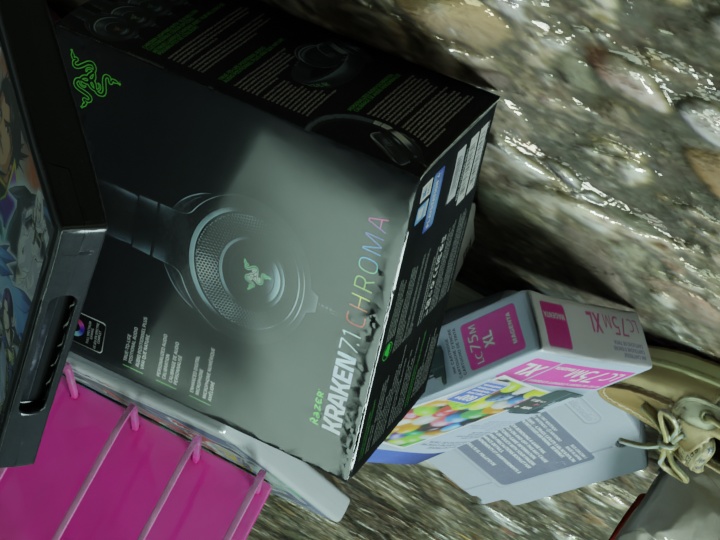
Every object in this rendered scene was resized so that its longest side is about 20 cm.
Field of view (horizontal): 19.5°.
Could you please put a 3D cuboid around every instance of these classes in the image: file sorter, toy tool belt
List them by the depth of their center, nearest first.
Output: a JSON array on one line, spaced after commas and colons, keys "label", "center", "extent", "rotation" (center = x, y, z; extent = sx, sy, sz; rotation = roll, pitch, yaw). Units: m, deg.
[{"label": "file sorter", "center": [-0.173, 0.145, 1.335], "extent": [0.200, 0.139, 0.125], "rotation": [27, 165, 2]}, {"label": "toy tool belt", "center": [0.228, 0.185, 1.340], "extent": [0.123, 0.125, 0.200], "rotation": [34, 168, 7]}]

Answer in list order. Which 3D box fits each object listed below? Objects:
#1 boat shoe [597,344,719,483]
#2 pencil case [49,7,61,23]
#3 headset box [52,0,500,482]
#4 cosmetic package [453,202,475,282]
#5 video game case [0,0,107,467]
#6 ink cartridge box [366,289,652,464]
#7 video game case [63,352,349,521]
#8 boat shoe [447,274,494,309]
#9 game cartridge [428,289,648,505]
[{"label": "boat shoe", "center": [0.215, 0.101, 1.174], "extent": [0.200, 0.063, 0.073], "rotation": [24, 167, 16]}, {"label": "pencil case", "center": [-0.202, -0.125, 1.106], "extent": [0.086, 0.083, 0.200], "rotation": [21, 164, 28]}, {"label": "headset box", "center": [-0.058, -0.028, 0.984], "extent": [0.200, 0.093, 0.174], "rotation": [24, 125, 16]}, {"label": "cosmetic package", "center": [-0.043, -0.041, 1.110], "extent": [0.200, 0.081, 0.113], "rotation": [26, 169, 13]}, {"label": "video game case", "center": [-0.167, -0.041, 0.976], "extent": [0.025, 0.200, 0.181], "rotation": [-3, 144, -24]}, {"label": "ink cartridge box", "center": [0.045, 0.067, 1.147], "extent": [0.200, 0.042, 0.119], "rotation": [-23, 160, 32]}, {"label": "video game case", "center": [-0.118, 0.101, 1.404], "extent": [0.182, 0.023, 0.200], "rotation": [21, 167, 29]}, {"label": "boat shoe", "center": [0.000, 0.000, 1.261], "extent": [0.199, 0.062, 0.073], "rotation": [16, 130, 1]}, {"label": "game cartridge", "center": [0.090, 0.079, 1.262], "extent": [0.133, 0.041, 0.200], "rotation": [-15, 145, 26]}]
